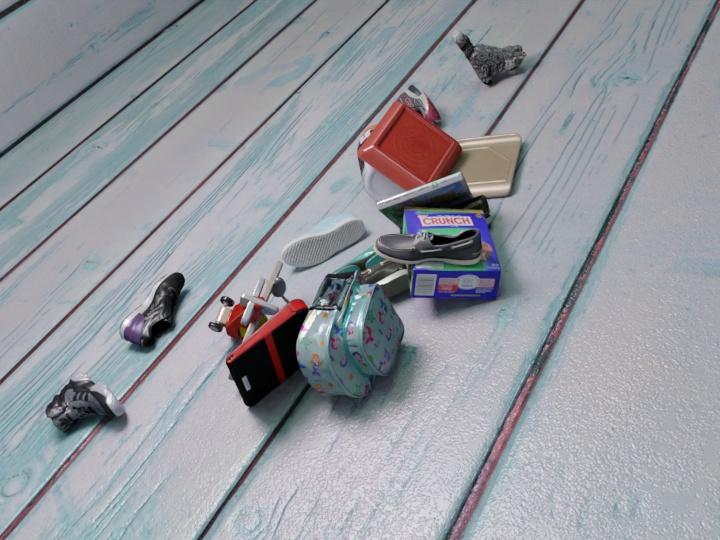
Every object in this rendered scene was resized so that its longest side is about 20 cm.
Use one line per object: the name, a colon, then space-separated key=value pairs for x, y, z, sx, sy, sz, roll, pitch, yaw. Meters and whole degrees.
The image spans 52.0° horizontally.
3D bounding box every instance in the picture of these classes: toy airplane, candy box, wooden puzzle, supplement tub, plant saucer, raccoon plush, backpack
toy airplane: x=-0.201 y=0.097 z=1.457 sx=0.201 sy=0.140 sz=0.200 roll=-53 pitch=20 yaw=15
candy box: x=0.171 y=-0.037 z=1.432 sx=0.167 sy=0.078 sz=0.201 roll=1 pitch=38 yaw=-5
wooden puzzle: x=0.270 y=-0.234 z=1.698 sx=0.183 sy=0.037 sz=0.201 roll=-2 pitch=47 yaw=25
supplement tub: x=0.055 y=-0.263 z=1.770 sx=0.121 sy=0.123 sz=0.201 roll=-19 pitch=37 yaw=6
plant saucer: x=0.120 y=-0.277 z=1.668 sx=0.199 sy=0.037 sz=0.201 roll=35 pitch=60 yaw=-2
raccoon plush: x=0.349 y=-0.582 z=1.950 sx=0.133 sy=0.199 sz=0.098 roll=-32 pitch=50 yaw=23
backpack: x=-0.020 y=0.122 z=1.303 sx=0.149 sy=0.178 sz=0.201 roll=1 pitch=47 yaw=36

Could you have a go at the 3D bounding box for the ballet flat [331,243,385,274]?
ballet flat: x=0.000 y=0.000 z=1.543 sx=0.199 sy=0.068 sz=0.070 roll=-32 pitch=14 yaw=-11

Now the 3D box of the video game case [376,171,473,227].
video game case: x=0.140 y=-0.143 z=1.542 sx=0.180 sy=0.200 sz=0.022 roll=-19 pitch=79 yaw=12

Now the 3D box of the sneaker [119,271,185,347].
sneaker: x=-0.443 y=0.094 z=1.663 sx=0.087 sy=0.076 sz=0.201 roll=19 pitch=56 yaw=23

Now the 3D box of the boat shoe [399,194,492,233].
boat shoe: x=0.174 y=-0.109 z=1.557 sx=0.199 sy=0.061 sz=0.072 roll=-14 pitch=15 yaw=9

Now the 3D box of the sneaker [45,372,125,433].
sneaker: x=-0.558 y=0.280 z=1.484 sx=0.199 sy=0.076 sz=0.114 roll=12 pitch=50 yaw=45

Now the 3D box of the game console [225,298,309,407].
game console: x=-0.156 y=0.150 z=1.331 sx=0.176 sy=0.201 sz=0.031 roll=-37 pitch=62 yaw=-18

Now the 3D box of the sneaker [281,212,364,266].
sneaker: x=-0.090 y=-0.071 z=1.667 sx=0.198 sy=0.075 sz=0.082 roll=-21 pitch=28 yaw=-11

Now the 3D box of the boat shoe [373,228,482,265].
boat shoe: x=0.123 y=-0.055 z=1.340 sx=0.197 sy=0.063 sz=0.073 roll=4 pitch=40 yaw=2

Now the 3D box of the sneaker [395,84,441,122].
sneaker: x=0.152 y=-0.426 z=1.961 sx=0.074 sy=0.081 sz=0.200 roll=-39 pitch=30 yaw=3

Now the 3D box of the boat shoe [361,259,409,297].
boat shoe: x=0.004 y=0.035 z=1.466 sx=0.199 sy=0.072 sz=0.061 roll=-22 pitch=53 yaw=-8
